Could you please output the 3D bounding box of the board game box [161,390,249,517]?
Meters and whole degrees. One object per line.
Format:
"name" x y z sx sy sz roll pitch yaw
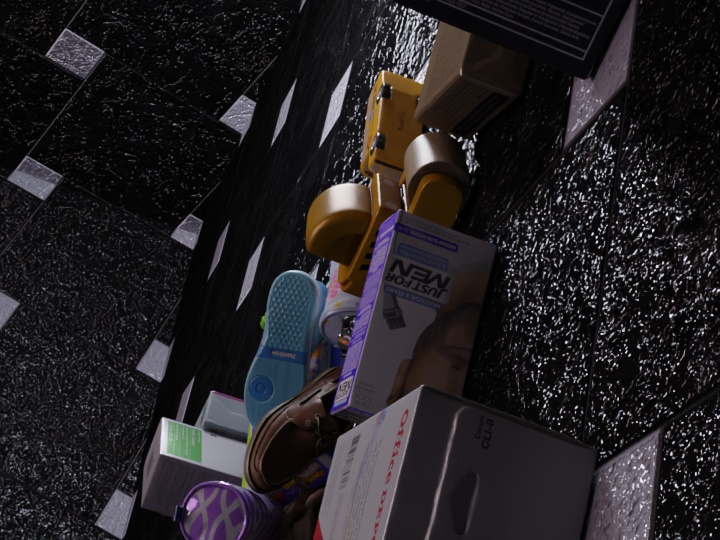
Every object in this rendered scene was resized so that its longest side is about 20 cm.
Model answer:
"board game box" -0.171 0.269 2.039 0.065 0.146 0.201 -87 21 -51

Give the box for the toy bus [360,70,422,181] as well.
"toy bus" 0.042 -0.180 1.963 0.201 0.065 0.079 -84 17 -47

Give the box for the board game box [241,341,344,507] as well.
"board game box" -0.076 0.191 1.837 0.134 0.045 0.201 -34 29 24

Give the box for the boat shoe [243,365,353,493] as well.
"boat shoe" -0.055 0.172 1.691 0.068 0.072 0.200 -11 30 47

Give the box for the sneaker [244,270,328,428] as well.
"sneaker" -0.078 0.101 1.846 0.130 0.079 0.202 3 -77 -75

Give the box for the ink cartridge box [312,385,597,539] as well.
"ink cartridge box" 0.059 0.191 1.102 0.200 0.143 0.147 137 151 -67

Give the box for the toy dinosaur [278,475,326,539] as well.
"toy dinosaur" -0.070 0.317 1.671 0.136 0.085 0.201 112 176 -50

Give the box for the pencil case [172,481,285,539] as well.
"pencil case" -0.138 0.285 1.673 0.200 0.083 0.086 43 -132 -72

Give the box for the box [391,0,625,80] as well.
"box" 0.151 -0.310 1.338 0.124 0.198 0.200 -93 26 -62

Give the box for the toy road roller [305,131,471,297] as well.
"toy road roller" 0.024 -0.063 1.660 0.123 0.145 0.201 -94 25 -61

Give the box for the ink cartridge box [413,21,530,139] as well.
"ink cartridge box" 0.137 -0.264 1.635 0.165 0.074 0.202 142 145 -72

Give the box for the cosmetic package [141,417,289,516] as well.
"cosmetic package" -0.174 0.272 1.916 0.108 0.198 0.085 -109 38 -67

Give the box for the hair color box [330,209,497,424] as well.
"hair color box" 0.052 0.056 1.435 0.065 0.108 0.202 146 141 -68

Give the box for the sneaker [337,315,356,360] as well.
"sneaker" 0.019 0.091 1.591 0.200 0.086 0.081 -161 89 -78

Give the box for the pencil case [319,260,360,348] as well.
"pencil case" 0.000 0.000 1.826 0.091 0.083 0.201 -41 30 41

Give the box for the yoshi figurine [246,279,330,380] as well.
"yoshi figurine" -0.086 0.091 1.968 0.201 0.112 0.112 -58 -4 16
